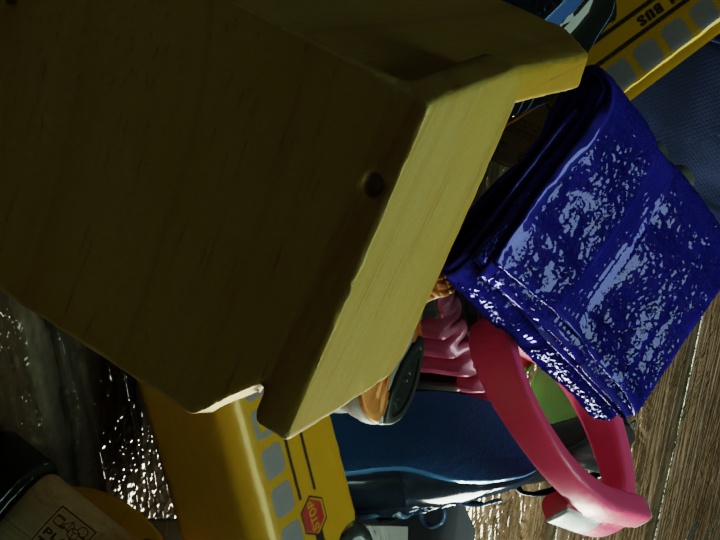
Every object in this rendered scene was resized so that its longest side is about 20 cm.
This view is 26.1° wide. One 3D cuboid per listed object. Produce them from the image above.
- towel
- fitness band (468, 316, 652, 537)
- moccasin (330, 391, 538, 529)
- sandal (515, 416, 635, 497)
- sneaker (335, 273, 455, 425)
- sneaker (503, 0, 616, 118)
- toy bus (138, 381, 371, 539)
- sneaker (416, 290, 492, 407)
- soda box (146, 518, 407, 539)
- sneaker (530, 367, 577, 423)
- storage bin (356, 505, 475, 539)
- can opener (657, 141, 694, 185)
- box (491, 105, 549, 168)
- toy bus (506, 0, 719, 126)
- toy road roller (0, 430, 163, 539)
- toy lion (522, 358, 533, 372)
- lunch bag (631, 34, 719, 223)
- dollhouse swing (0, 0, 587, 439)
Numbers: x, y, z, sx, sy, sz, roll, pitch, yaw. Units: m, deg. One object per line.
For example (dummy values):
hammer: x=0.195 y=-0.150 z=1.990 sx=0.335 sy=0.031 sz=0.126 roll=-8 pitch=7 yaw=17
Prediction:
towel: x=0.145 y=-0.006 z=0.914 sx=0.148 sy=0.049 sz=0.200 roll=-51 pitch=134 yaw=-3
fitness band: x=0.131 y=0.095 z=0.993 sx=0.037 sy=0.145 sz=0.200 roll=-27 pitch=154 yaw=20
moccasin: x=0.016 y=0.121 z=0.984 sx=0.198 sy=0.081 sz=0.069 roll=3 pitch=137 yaw=-15
sandal: x=0.139 y=0.143 z=1.129 sx=0.199 sy=0.043 sz=0.076 roll=-1 pitch=143 yaw=-51
sneaker: x=0.000 y=0.000 z=0.877 sx=0.201 sy=0.091 sz=0.076 roll=-62 pitch=144 yaw=-44
sneaker: x=0.065 y=-0.103 z=0.871 sx=0.200 sy=0.070 sz=0.078 roll=-40 pitch=148 yaw=5
toy bus: x=-0.056 y=0.090 z=0.781 sx=0.078 sy=0.065 sz=0.202 roll=-31 pitch=112 yaw=-50
sneaker: x=0.058 y=0.026 z=1.022 sx=0.096 sy=0.078 sz=0.201 roll=-62 pitch=150 yaw=-36
soda box: x=-0.059 y=0.176 z=0.888 sx=0.199 sy=0.068 sz=0.064 roll=12 pitch=75 yaw=-47
sneaker: x=0.157 y=0.063 z=1.147 sx=0.118 sy=0.074 sz=0.201 roll=-9 pitch=143 yaw=-46
storage bin: x=0.015 y=0.220 z=1.076 sx=0.200 sy=0.144 sz=0.136 roll=67 pitch=34 yaw=-69
can opener: x=0.174 y=-0.057 z=1.016 sx=0.067 sy=0.053 sz=0.199 roll=-50 pitch=164 yaw=26
box: x=0.148 y=-0.156 z=1.019 sx=0.082 sy=0.068 sz=0.202 roll=4 pitch=113 yaw=-64
toy bus: x=0.153 y=-0.147 z=0.939 sx=0.199 sy=0.079 sz=0.065 roll=-37 pitch=-172 yaw=6
toy road roller: x=-0.169 y=0.192 z=0.729 sx=0.200 sy=0.122 sz=0.146 roll=-49 pitch=162 yaw=-26
toy lion: x=0.114 y=0.044 z=1.170 sx=0.191 sy=0.068 sz=0.202 roll=-10 pitch=124 yaw=-67
lunch bag: x=0.273 y=-0.132 z=1.192 sx=0.132 sy=0.135 sz=0.201 roll=-40 pitch=147 yaw=-36
dollhouse swing: x=-0.032 y=-0.053 z=0.646 sx=0.175 sy=0.199 sz=0.183 roll=4 pitch=112 yaw=-62
